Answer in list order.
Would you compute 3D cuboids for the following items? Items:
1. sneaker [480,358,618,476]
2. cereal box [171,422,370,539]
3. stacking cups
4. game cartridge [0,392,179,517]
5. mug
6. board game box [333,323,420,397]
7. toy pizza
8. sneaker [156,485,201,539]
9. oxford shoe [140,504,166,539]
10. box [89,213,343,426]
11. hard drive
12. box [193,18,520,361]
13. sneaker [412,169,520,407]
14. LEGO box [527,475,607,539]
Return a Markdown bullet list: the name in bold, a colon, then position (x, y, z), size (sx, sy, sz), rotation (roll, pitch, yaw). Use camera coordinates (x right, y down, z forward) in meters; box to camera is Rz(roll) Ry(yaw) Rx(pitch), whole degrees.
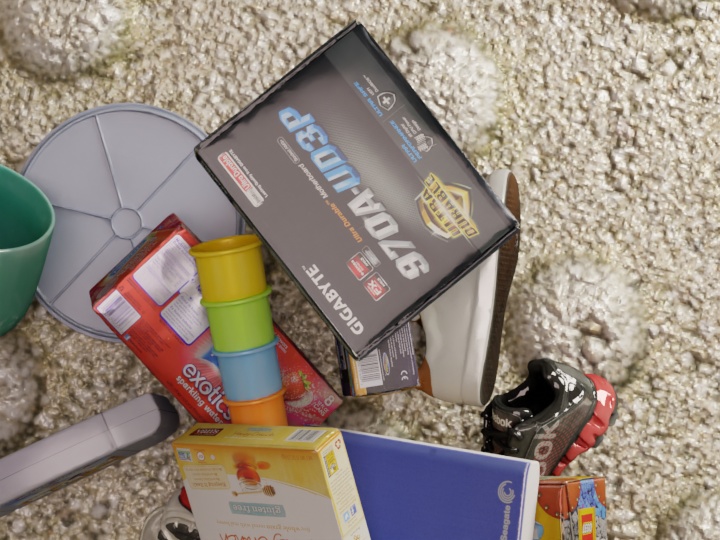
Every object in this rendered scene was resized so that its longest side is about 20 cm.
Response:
- **sneaker**: position (0.126, 0.157, 1.405), size (0.098, 0.071, 0.201), rotation (36, 85, -32)
- **cereal box**: position (-0.056, 0.215, 1.303), size (0.143, 0.039, 0.202), rotation (-3, 111, 35)
- **stacking cups**: position (-0.090, 0.076, 1.321), size (0.060, 0.061, 0.202), rotation (-7, 102, 0)
- **game cartridge**: position (-0.246, 0.156, 1.387), size (0.199, 0.133, 0.042), rotation (-25, 88, -1)
- **mug**: position (-0.326, -0.016, 1.380), size (0.151, 0.185, 0.115), rotation (26, 117, 8)
- **board game box**: position (0.000, 0.000, 1.378), size (0.056, 0.165, 0.202), rotation (-9, 88, -3)
- **toy pizza**: position (-0.196, -0.040, 1.446), size (0.198, 0.032, 0.202), rotation (0, 91, -1)
- **sneaker**: position (-0.072, 0.238, 1.416), size (0.199, 0.085, 0.077), rotation (37, 129, -13)
- **oxford shoe**: position (-0.145, 0.295, 1.419), size (0.074, 0.058, 0.202), rotation (-7, 85, 3)
- **box**: position (-0.119, 0.061, 1.390), size (0.100, 0.095, 0.200), rotation (-43, 103, -2)
- **hard drive**: position (0.036, 0.197, 1.307), size (0.199, 0.025, 0.133), rotation (6, 90, 32)
- **box**: position (-0.003, -0.059, 1.275), size (0.159, 0.046, 0.201), rotation (-38, 89, -6)
- **sneaker**: position (0.081, 0.008, 1.426), size (0.084, 0.073, 0.202), rotation (7, 76, 21)
- **LEGO box**: position (0.088, 0.236, 1.334), size (0.198, 0.077, 0.150), rotation (-4, 85, 31)
